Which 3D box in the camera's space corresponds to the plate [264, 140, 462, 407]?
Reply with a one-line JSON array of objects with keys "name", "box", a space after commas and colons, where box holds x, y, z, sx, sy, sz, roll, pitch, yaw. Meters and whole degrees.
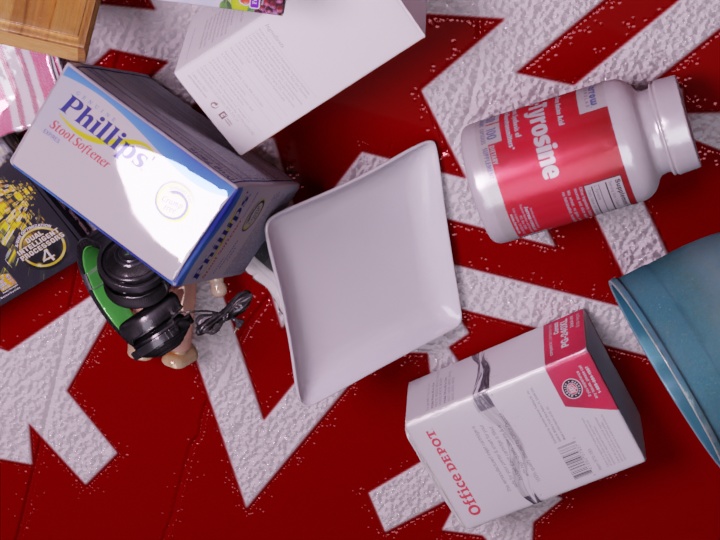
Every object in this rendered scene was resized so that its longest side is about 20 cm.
[{"name": "plate", "box": [0.000, 0.000, 1.733, 0.199, 0.032, 0.201, -27, 123, -29]}]

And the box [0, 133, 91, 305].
[{"name": "box", "box": [-0.377, -0.037, 1.756, 0.199, 0.049, 0.162, -28, 120, 10]}]

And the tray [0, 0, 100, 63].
[{"name": "tray", "box": [-0.255, -0.281, 1.558, 0.097, 0.202, 0.037, 12, 163, -4]}]

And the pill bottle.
[{"name": "pill bottle", "box": [0.198, -0.104, 1.669, 0.198, 0.113, 0.113, -17, 118, 12]}]

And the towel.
[{"name": "towel", "box": [-0.366, -0.174, 1.645, 0.198, 0.030, 0.148, -18, 109, 6]}]

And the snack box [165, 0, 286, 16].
[{"name": "snack box", "box": [-0.121, -0.281, 1.534, 0.140, 0.201, 0.053, 6, 123, 0]}]

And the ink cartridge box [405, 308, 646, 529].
[{"name": "ink cartridge box", "box": [0.160, 0.148, 1.832, 0.198, 0.084, 0.146, -23, 117, 16]}]

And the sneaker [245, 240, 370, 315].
[{"name": "sneaker", "box": [-0.065, -0.019, 1.766, 0.084, 0.075, 0.200, -36, 117, 6]}]

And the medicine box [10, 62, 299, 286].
[{"name": "medicine box", "box": [-0.173, -0.083, 1.614, 0.181, 0.200, 0.103, 36, 101, 10]}]

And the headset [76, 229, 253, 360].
[{"name": "headset", "box": [-0.184, 0.020, 1.703, 0.094, 0.199, 0.124, -34, 123, -25]}]

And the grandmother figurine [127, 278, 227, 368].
[{"name": "grandmother figurine", "box": [-0.184, -0.009, 1.780, 0.120, 0.061, 0.202, 9, 117, -7]}]

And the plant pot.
[{"name": "plant pot", "box": [0.357, 0.046, 1.712, 0.187, 0.200, 0.201, -32, 115, 3]}]

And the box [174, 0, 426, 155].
[{"name": "box", "box": [-0.049, -0.211, 1.615, 0.199, 0.125, 0.098, -31, 114, 20]}]
